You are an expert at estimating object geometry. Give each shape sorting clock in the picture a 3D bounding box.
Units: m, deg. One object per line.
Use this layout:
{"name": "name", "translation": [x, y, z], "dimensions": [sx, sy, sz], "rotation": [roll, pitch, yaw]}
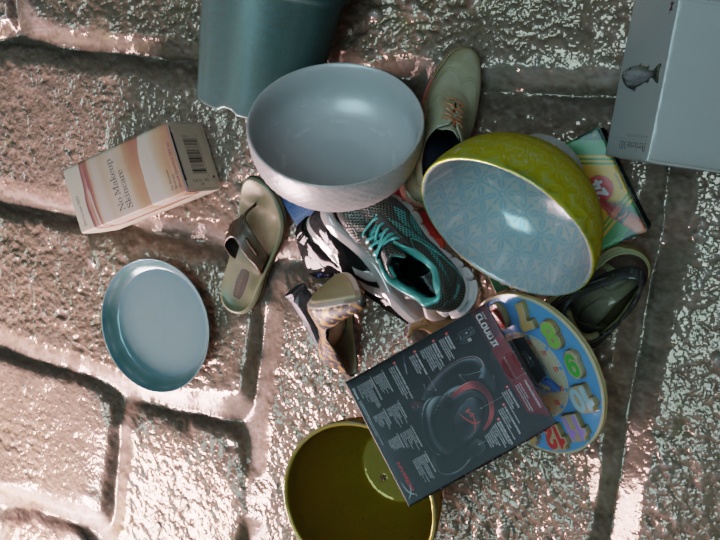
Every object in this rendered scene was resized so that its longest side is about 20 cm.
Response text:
{"name": "shape sorting clock", "translation": [0.197, 0.121, 0.919], "dimensions": [0.199, 0.039, 0.201], "rotation": [32, 137, 36]}

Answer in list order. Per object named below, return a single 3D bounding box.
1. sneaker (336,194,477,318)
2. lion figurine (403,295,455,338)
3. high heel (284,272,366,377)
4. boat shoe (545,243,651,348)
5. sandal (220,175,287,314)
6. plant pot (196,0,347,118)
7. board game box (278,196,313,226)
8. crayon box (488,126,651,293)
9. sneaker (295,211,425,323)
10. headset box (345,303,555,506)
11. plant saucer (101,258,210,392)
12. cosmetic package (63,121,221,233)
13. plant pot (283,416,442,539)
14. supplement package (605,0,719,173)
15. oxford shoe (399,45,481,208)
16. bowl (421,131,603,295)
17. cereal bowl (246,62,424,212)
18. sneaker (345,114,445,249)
{"name": "sneaker", "translation": [0.042, -0.026, 0.880], "dimensions": [0.200, 0.091, 0.078], "rotation": [41, 107, 20]}
{"name": "lion figurine", "translation": [0.090, 0.109, 0.970], "dimensions": [0.122, 0.073, 0.201], "rotation": [15, 113, -19]}
{"name": "high heel", "translation": [-0.011, 0.077, 0.984], "dimensions": [0.143, 0.071, 0.200], "rotation": [56, 158, -13]}
{"name": "boat shoe", "translation": [0.246, 0.054, 0.897], "dimensions": [0.073, 0.065, 0.201], "rotation": [34, 124, 3]}
{"name": "sandal", "translation": [-0.154, -0.029, 1.087], "dimensions": [0.079, 0.057, 0.203], "rotation": [24, 110, 25]}
{"name": "plant pot", "translation": [-0.114, -0.295, 0.973], "dimensions": [0.199, 0.200, 0.198], "rotation": [22, 114, 20]}
{"name": "board game box", "translation": [-0.013, -0.118, 1.034], "dimensions": [0.199, 0.019, 0.103], "rotation": [-32, 86, 25]}
{"name": "crayon box", "translation": [0.214, -0.063, 0.921], "dimensions": [0.199, 0.051, 0.128], "rotation": [-27, 86, 26]}
{"name": "sneaker", "translation": [0.000, 0.000, 1.021], "dimensions": [0.200, 0.073, 0.112], "rotation": [49, 139, -10]}
{"name": "headset box", "translation": [0.106, 0.142, 0.872], "dimensions": [0.199, 0.075, 0.149], "rotation": [-30, 75, 0]}
{"name": "plant saucer", "translation": [-0.302, 0.081, 1.190], "dimensions": [0.199, 0.027, 0.202], "rotation": [3, 98, 25]}
{"name": "cosmetic package", "translation": [-0.311, -0.130, 1.131], "dimensions": [0.199, 0.087, 0.104], "rotation": [-19, 90, 26]}
{"name": "plant pot", "translation": [0.023, 0.269, 1.003], "dimensions": [0.198, 0.142, 0.202], "rotation": [3, 98, 23]}
{"name": "supplement package", "translation": [0.335, -0.203, 0.791], "dimensions": [0.116, 0.117, 0.202], "rotation": [7, 100, -5]}
{"name": "oxford shoe", "translation": [0.105, -0.170, 0.918], "dimensions": [0.070, 0.074, 0.202], "rotation": [17, 83, -11]}
{"name": "bowl", "translation": [0.175, -0.079, 0.837], "dimensions": [0.199, 0.201, 0.108], "rotation": [29, 66, 18]}
{"name": "cereal bowl", "translation": [-0.026, -0.140, 0.895], "dimensions": [0.199, 0.201, 0.084], "rotation": [24, 148, 20]}
{"name": "sneaker", "translation": [0.042, -0.107, 0.962], "dimensions": [0.200, 0.074, 0.087], "rotation": [48, 111, 6]}
